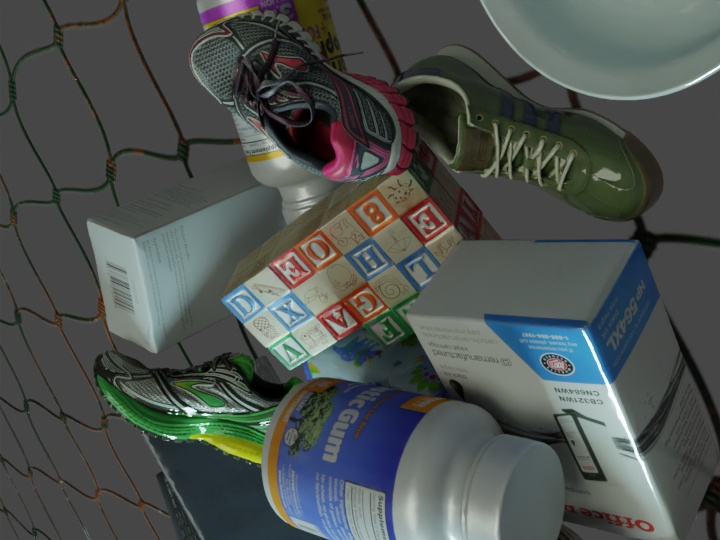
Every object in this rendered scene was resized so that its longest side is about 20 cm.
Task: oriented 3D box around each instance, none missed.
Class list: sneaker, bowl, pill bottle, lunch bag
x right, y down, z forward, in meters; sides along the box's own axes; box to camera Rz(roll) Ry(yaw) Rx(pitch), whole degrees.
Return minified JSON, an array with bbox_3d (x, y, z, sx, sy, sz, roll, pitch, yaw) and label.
[{"bbox_3d":[-0.136,0.103,0.790,0.196,0.078,0.087,17,99,-8],"label":"sneaker"},{"bbox_3d":[0.098,-0.083,0.609,0.199,0.089,0.068,38,136,27],"label":"sneaker"},{"bbox_3d":[0.153,-0.201,0.475,0.199,0.090,0.205,26,129,36],"label":"bowl"},{"bbox_3d":[-0.052,-0.124,0.624,0.198,0.074,0.082,30,123,32],"label":"sneaker"},{"bbox_3d":[-0.056,-0.141,0.738,0.103,0.103,0.204,0,113,48],"label":"pill bottle"},{"bbox_3d":[0.034,0.140,0.613,0.197,0.111,0.114,3,115,42],"label":"pill bottle"},{"bbox_3d":[0.057,0.143,0.774,0.168,0.127,0.203,14,132,45],"label":"lunch bag"}]

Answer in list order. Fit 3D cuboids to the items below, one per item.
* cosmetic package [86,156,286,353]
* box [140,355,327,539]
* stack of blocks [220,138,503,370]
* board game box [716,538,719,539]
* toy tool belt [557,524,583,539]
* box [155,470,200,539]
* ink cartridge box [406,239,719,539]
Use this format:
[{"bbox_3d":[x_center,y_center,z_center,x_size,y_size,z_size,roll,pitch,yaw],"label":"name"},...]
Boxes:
[{"bbox_3d":[-0.138,-0.022,0.826,0.080,0.198,0.115,17,122,40],"label":"cosmetic package"},{"bbox_3d":[-0.108,0.207,0.924,0.202,0.122,0.197,59,180,2],"label":"box"},{"bbox_3d":[0.000,0.000,0.709,0.198,0.059,0.115,-32,111,29],"label":"stack of blocks"},{"bbox_3d":[0.253,0.234,0.561,0.201,0.101,0.106,-53,32,39],"label":"board game box"},{"bbox_3d":[0.093,0.231,0.640,0.199,0.121,0.128,-15,62,65],"label":"toy tool belt"},{"bbox_3d":[-0.142,0.318,0.980,0.202,0.050,0.158,59,179,33],"label":"box"},{"bbox_3d":[0.141,0.082,0.616,0.144,0.085,0.202,1,130,45],"label":"ink cartridge box"}]
